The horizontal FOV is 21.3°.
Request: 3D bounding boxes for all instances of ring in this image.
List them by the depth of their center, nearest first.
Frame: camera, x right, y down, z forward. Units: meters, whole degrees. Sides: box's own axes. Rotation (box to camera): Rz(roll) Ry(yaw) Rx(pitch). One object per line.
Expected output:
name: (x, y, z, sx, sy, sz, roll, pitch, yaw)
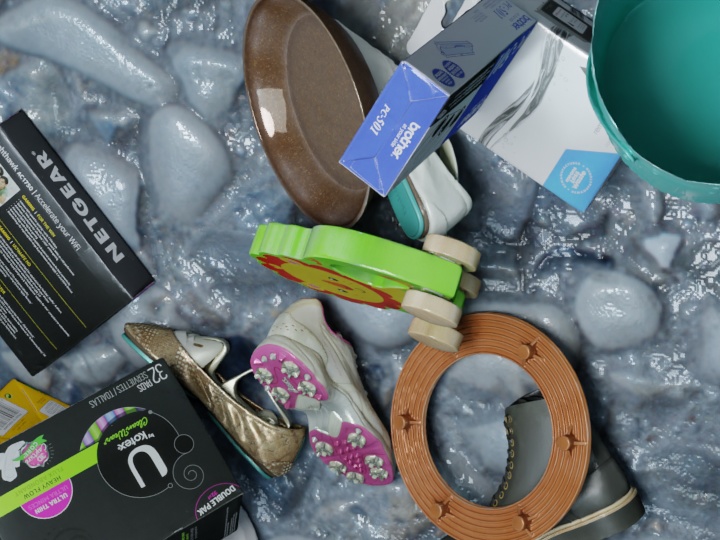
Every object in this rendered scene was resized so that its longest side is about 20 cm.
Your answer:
ring: (0.105, 0.136, 1.628, 0.199, 0.019, 0.203, 2, 94, 36)

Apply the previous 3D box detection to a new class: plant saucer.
plant saucer: (-0.032, -0.133, 1.554, 0.200, 0.036, 0.202, 44, 144, 44)

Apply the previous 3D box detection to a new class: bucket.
bucket: (0.258, -0.146, 1.368, 0.205, 0.135, 0.209, 0, 82, 3)

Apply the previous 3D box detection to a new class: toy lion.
toy lion: (0.000, 0.000, 1.569, 0.190, 0.200, 0.069, 18, 81, 6)

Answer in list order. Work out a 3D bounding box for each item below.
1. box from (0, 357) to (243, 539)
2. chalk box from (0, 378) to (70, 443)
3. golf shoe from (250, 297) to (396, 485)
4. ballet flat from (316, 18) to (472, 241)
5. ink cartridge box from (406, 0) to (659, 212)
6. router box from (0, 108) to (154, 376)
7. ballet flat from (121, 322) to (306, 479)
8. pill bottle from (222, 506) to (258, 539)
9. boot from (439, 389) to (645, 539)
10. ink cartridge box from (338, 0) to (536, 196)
box: (-0.224, 0.200, 1.672, 0.149, 0.199, 0.125, 56, 162, 16)
chalk box: (-0.329, 0.234, 1.843, 0.123, 0.124, 0.201, 23, 121, 12)
golf shoe: (-0.017, 0.108, 1.684, 0.075, 0.092, 0.201, -7, 133, 33)
ballet flat: (0.030, -0.119, 1.558, 0.069, 0.069, 0.201, -33, 77, 31)
ink cartridge box: (0.129, -0.153, 1.504, 0.199, 0.067, 0.116, 34, 121, 6)
router box: (-0.306, -0.023, 1.758, 0.149, 0.051, 0.201, -34, 97, 30)
ballet flat: (-0.127, 0.101, 1.741, 0.200, 0.071, 0.065, 43, 95, -3)
pill bottle: (-0.198, 0.291, 1.819, 0.199, 0.111, 0.111, -33, 97, 31)
boot: (0.131, 0.179, 1.659, 0.199, 0.077, 0.139, -23, 96, 20)
ink cartridge box: (0.060, -0.132, 1.385, 0.044, 0.200, 0.094, 37, 121, 5)
